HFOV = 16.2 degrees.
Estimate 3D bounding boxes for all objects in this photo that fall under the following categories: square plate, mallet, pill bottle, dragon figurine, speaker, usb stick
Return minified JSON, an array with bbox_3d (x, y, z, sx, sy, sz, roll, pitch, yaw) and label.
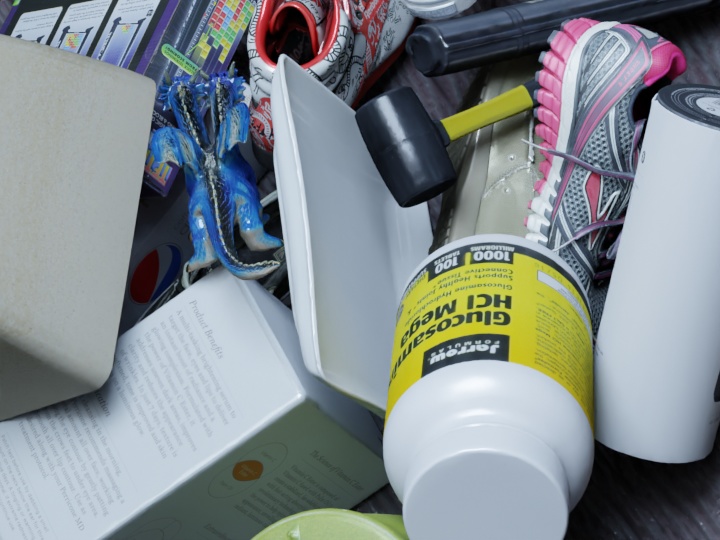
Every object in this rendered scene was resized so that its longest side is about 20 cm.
[{"bbox_3d":[0.000,0.000,1.460,0.028,0.200,0.199,-16,65,21],"label":"square plate"},{"bbox_3d":[0.086,-0.108,1.482,0.200,0.041,0.066,-31,84,-25],"label":"mallet"},{"bbox_3d":[0.070,0.074,1.359,0.112,0.113,0.200,-20,27,15],"label":"pill bottle"},{"bbox_3d":[-0.084,-0.058,1.436,0.059,0.200,0.100,-15,108,2],"label":"dragon figurine"},{"bbox_3d":[0.179,0.003,1.398,0.081,0.081,0.200,24,114,28],"label":"speaker"},{"bbox_3d":[0.125,-0.150,1.499,0.200,0.055,0.033,-14,93,-16],"label":"usb stick"}]

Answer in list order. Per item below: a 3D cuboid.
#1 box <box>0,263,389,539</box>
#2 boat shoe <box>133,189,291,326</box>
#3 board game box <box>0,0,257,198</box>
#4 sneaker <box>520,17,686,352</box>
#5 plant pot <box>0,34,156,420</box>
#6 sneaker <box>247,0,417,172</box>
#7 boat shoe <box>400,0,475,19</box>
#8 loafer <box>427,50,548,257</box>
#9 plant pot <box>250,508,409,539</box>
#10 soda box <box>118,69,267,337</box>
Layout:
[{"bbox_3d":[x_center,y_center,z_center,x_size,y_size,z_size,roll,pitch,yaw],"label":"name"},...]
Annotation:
[{"bbox_3d":[-0.104,0.113,1.489,0.200,0.152,0.106,-35,59,7],"label":"box"},{"bbox_3d":[-0.083,0.007,1.571,0.200,0.064,0.071,-41,61,4],"label":"boat shoe"},{"bbox_3d":[-0.167,-0.123,1.605,0.200,0.057,0.166,-2,59,48],"label":"board game box"},{"bbox_3d":[0.139,-0.041,1.446,0.075,0.081,0.201,11,109,32],"label":"sneaker"},{"bbox_3d":[-0.258,-0.035,1.447,0.200,0.177,0.200,-18,55,41],"label":"plant pot"},{"bbox_3d":[-0.012,-0.163,1.551,0.067,0.108,0.202,19,58,13],"label":"sneaker"},{"bbox_3d":[0.049,-0.243,1.513,0.072,0.069,0.200,3,55,20],"label":"boat shoe"},{"bbox_3d":[0.087,-0.053,1.520,0.068,0.076,0.200,19,65,-10],"label":"loafer"},{"bbox_3d":[0.012,0.216,1.378,0.200,0.193,0.201,-8,69,20],"label":"plant pot"},{"bbox_3d":[-0.134,-0.039,1.610,0.068,0.064,0.200,37,89,30],"label":"soda box"}]
